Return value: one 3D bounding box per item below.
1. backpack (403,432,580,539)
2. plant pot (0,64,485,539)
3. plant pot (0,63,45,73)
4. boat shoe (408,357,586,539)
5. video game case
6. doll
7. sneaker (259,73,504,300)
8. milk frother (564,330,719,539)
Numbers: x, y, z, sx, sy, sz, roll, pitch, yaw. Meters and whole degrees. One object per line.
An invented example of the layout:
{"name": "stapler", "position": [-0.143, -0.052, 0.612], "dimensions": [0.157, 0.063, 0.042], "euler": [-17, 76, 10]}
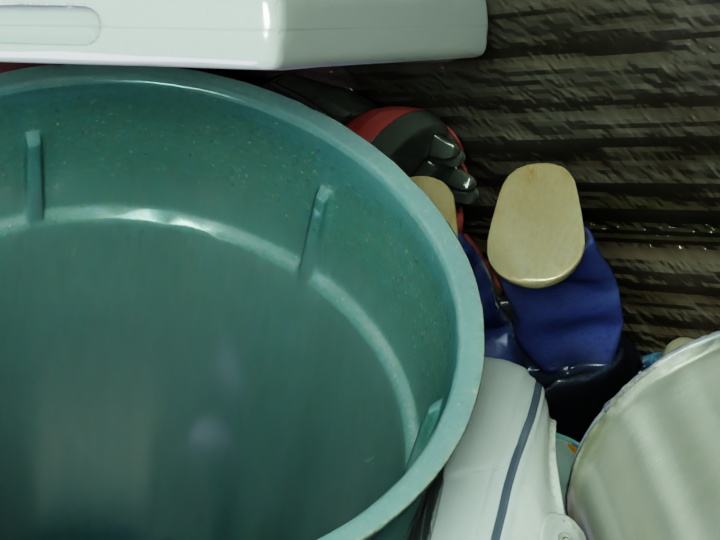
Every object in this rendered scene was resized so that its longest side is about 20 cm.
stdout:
{"name": "backpack", "position": [0.080, 0.149, 0.887], "dimensions": [0.200, 0.167, 0.127], "euler": [35, 131, -5]}
{"name": "plant pot", "position": [-0.075, 0.079, 0.776], "dimensions": [0.200, 0.200, 0.197], "euler": [34, 139, 24]}
{"name": "plant pot", "position": [-0.163, -0.054, 1.019], "dimensions": [0.200, 0.200, 0.179], "euler": [40, 145, 7]}
{"name": "boat shoe", "position": [0.041, 0.110, 0.750], "dimensions": [0.066, 0.201, 0.074], "euler": [19, 135, -1]}
{"name": "video game case", "position": [-0.075, -0.070, 0.749], "dimensions": [0.181, 0.024, 0.200], "euler": [3, -173, 17]}
{"name": "doll", "position": [0.049, 0.034, 0.891], "dimensions": [0.136, 0.049, 0.200], "euler": [-6, 150, 11]}
{"name": "sneaker", "position": [0.000, 0.000, 0.963], "dimensions": [0.098, 0.071, 0.201], "euler": [31, 156, 30]}
{"name": "milk frother", "position": [0.188, 0.107, 0.747], "dimensions": [0.199, 0.181, 0.189], "euler": [20, -149, -28]}
